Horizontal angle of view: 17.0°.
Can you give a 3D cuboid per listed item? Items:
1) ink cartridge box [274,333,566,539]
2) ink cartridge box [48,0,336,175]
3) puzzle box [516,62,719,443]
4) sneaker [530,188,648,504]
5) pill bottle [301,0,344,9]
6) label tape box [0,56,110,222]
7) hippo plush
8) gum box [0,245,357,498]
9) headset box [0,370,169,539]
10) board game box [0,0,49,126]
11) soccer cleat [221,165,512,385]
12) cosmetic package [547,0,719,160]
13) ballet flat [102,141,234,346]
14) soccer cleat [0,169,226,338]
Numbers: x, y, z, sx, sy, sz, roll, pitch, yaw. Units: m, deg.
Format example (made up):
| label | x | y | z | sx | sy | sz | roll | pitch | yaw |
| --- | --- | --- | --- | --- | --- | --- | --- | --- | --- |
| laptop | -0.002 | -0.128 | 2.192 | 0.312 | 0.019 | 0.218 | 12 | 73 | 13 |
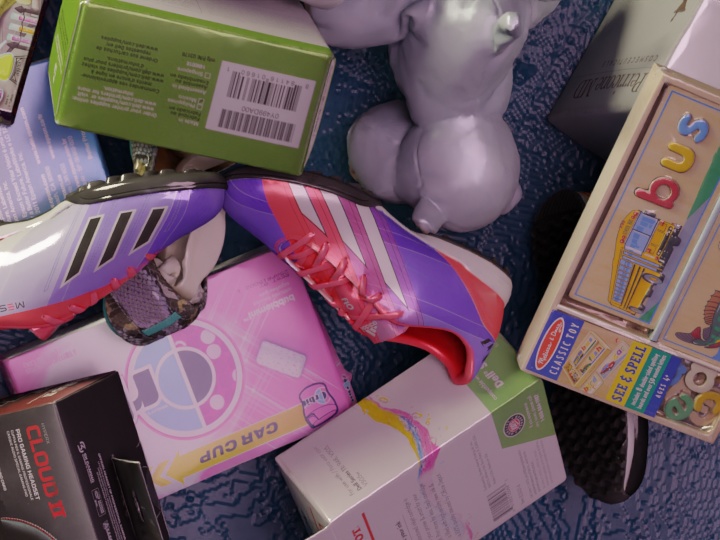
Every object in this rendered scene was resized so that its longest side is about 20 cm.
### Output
| label | x | y | z | sx | sy | sz | roll | pitch | yaw |
| --- | --- | --- | --- | --- | --- | --- | --- | --- | --- |
| ink cartridge box | 0.023 | 0.133 | 1.483 | 0.200 | 0.067 | 0.117 | -33 | 142 | -12 |
| ink cartridge box | -0.106 | -0.135 | 1.418 | 0.147 | 0.200 | 0.076 | 12 | 108 | -14 |
| puzzle box | 0.191 | -0.008 | 1.423 | 0.132 | 0.025 | 0.201 | 21 | 106 | -10 |
| sneaker | 0.170 | 0.046 | 1.533 | 0.090 | 0.070 | 0.201 | -1 | 78 | -36 |
| pill bottle | -0.087 | -0.225 | 1.371 | 0.199 | 0.111 | 0.111 | 23 | 86 | -26 |
| label tape box | -0.248 | -0.033 | 1.439 | 0.199 | 0.063 | 0.145 | -18 | 95 | -13 |
| hippo plush | 0.068 | -0.112 | 1.480 | 0.159 | 0.199 | 0.162 | -25 | 120 | -42 |
| gum box | -0.109 | 0.068 | 1.476 | 0.199 | 0.066 | 0.114 | -23 | 96 | -13 |
| headset box | -0.200 | 0.150 | 1.396 | 0.199 | 0.075 | 0.149 | -13 | 97 | 27 |
| board game box | -0.237 | -0.195 | 1.421 | 0.119 | 0.032 | 0.201 | 13 | 73 | -1 |
| soccer cleat | 0.000 | 0.000 | 1.413 | 0.199 | 0.068 | 0.074 | 26 | 67 | -25 |
| cosmetic package | 0.256 | -0.140 | 1.511 | 0.166 | 0.167 | 0.201 | 32 | 83 | -14 |
| ballet flat | -0.104 | -0.050 | 1.436 | 0.072 | 0.072 | 0.201 | 14 | 61 | -14 |
| soccer cleat | -0.163 | -0.002 | 1.357 | 0.199 | 0.068 | 0.074 | -18 | 80 | 11 |
